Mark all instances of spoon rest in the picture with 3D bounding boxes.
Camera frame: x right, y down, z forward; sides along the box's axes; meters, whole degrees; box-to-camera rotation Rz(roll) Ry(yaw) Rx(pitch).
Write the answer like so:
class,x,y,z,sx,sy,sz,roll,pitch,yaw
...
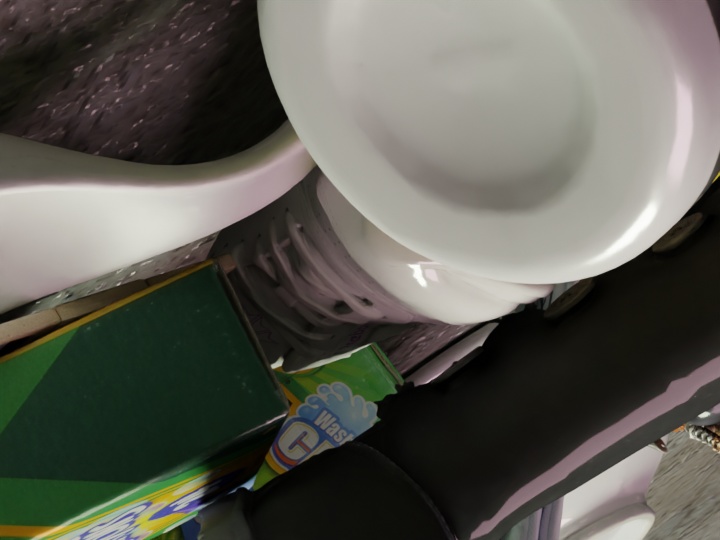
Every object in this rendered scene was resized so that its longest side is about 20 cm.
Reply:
class,x,y,z,sx,sy,sz,roll,pitch,yaw
spoon rest,-0.076,-0.022,0.751,0.200,0.061,0.099,-33,165,-13

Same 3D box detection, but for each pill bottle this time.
class,x,y,z,sx,sy,sz,roll,pitch,yaw
pill bottle,0.072,-0.091,0.704,0.200,0.112,0.112,-44,173,-43

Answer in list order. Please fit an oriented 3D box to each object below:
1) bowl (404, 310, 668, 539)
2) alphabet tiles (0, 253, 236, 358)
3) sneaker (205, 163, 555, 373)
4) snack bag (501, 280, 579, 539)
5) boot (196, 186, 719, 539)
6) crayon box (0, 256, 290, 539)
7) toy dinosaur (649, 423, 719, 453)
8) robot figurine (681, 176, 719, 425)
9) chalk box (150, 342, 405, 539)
class,x,y,z,sx,sy,sz,roll,pitch,yaw
bowl,0.064,0.099,1.284,0.201,0.090,0.201,-32,163,-11
alphabet tiles,-0.149,0.056,0.840,0.167,0.008,0.200,-19,168,-45
sneaker,0.000,0.000,0.849,0.100,0.075,0.200,-40,-178,1
snack bag,0.063,0.057,1.056,0.021,0.200,0.189,10,157,0
boot,0.056,0.046,0.803,0.200,0.066,0.165,-28,-166,-3
crayon box,-0.122,0.073,0.824,0.200,0.052,0.126,-25,171,-11
toy dinosaur,0.157,0.018,1.142,0.200,0.136,0.102,-17,-173,38
robot figurine,0.167,-0.022,0.978,0.200,0.150,0.125,-39,155,-44
chalk box,-0.037,0.083,1.000,0.200,0.124,0.125,-32,162,-16
